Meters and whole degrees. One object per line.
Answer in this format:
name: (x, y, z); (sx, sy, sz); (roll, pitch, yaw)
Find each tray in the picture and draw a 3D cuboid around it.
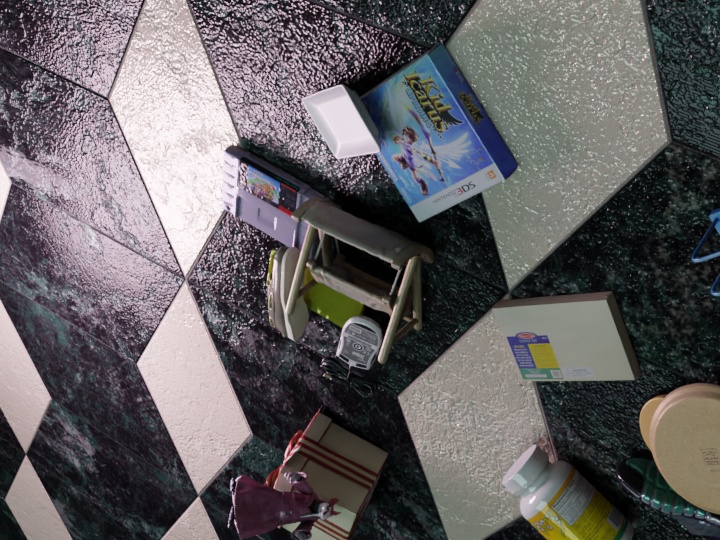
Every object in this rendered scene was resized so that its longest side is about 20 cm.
tray: (-0.024, -0.216, 1.489); (0.109, 0.022, 0.199); (59, 165, -13)

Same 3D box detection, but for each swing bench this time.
swing bench: (0.000, 0.000, 1.613); (0.197, 0.129, 0.203); (26, 130, 23)

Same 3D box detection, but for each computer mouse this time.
computer mouse: (-0.002, 0.135, 1.764); (0.108, 0.044, 0.202); (25, 139, 4)

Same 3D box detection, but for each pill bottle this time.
pill bottle: (0.323, 0.375, 1.628); (0.200, 0.113, 0.113); (43, 139, 5)

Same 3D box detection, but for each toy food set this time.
toy food set: (0.490, 0.248, 1.421); (0.199, 0.048, 0.200); (-36, 83, 43)

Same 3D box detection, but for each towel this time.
towel: (-0.079, 0.038, 1.789); (0.198, 0.018, 0.087); (29, 136, 20)

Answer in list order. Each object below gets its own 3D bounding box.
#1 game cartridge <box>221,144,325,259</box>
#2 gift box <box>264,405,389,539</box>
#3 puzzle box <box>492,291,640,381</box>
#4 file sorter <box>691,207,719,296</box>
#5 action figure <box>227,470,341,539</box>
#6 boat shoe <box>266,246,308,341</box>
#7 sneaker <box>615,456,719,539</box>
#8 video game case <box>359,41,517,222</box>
game cartridge: (-0.150, -0.115, 1.721); (0.198, 0.038, 0.131); (30, 140, 20)
gift box: (-0.066, 0.384, 1.927); (0.184, 0.185, 0.202); (25, 129, 10)
puzzle box: (0.297, 0.099, 1.505); (0.197, 0.025, 0.135); (-5, 117, 43)
file sorter: (0.498, 0.021, 1.201); (0.138, 0.123, 0.202); (-24, 105, 48)
action figure: (-0.131, 0.422, 1.800); (0.195, 0.137, 0.149); (3, 166, -6)
boat shoe: (-0.131, 0.036, 1.761); (0.059, 0.072, 0.204); (22, 139, 23)
sneaker: (0.466, 0.350, 1.519); (0.197, 0.075, 0.089); (22, 138, 26)
video game case: (0.097, -0.187, 1.444); (0.180, 0.045, 0.202); (-25, 103, 47)
